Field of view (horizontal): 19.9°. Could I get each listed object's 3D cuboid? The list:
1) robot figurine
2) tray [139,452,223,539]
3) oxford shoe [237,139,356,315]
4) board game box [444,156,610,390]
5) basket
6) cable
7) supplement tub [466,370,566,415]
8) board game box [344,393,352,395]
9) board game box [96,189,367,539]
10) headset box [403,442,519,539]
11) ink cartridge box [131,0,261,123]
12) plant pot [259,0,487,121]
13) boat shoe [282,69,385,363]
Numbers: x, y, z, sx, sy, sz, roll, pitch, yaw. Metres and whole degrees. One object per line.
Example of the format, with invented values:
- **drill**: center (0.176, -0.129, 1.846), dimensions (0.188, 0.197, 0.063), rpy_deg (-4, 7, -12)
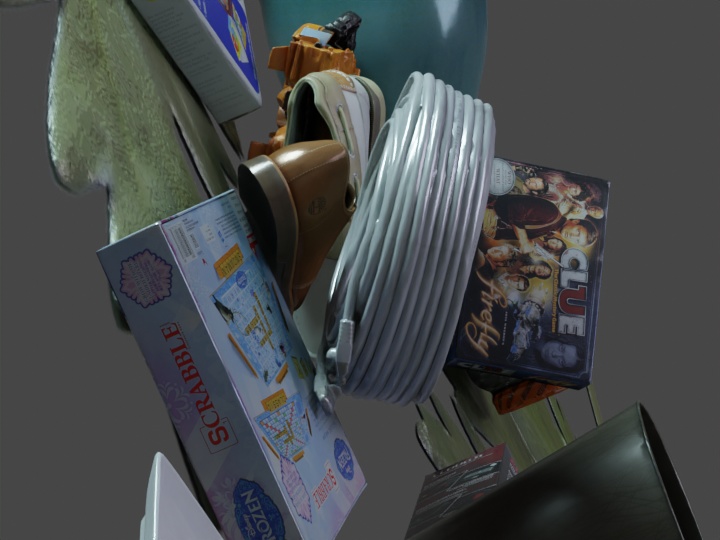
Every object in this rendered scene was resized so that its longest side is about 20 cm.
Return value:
- **robot figurine**: center (-0.038, -0.123, 1.518), dimensions (0.200, 0.058, 0.146), rpy_deg (-62, 166, -82)
- **tray**: center (-0.075, 0.181, 0.914), dimensions (0.200, 0.022, 0.108), rpy_deg (-96, 161, -57)
- **oxford shoe**: center (-0.035, -0.024, 1.277), dimensions (0.072, 0.071, 0.200), rpy_deg (60, -15, 13)
- **board game box**: center (0.157, 0.001, 1.915), dimensions (0.035, 0.135, 0.201), rpy_deg (137, -39, -70)
- **basket**: center (0.123, 0.202, 1.343), dimensions (0.136, 0.199, 0.181), rpy_deg (51, 20, -56)
- **cable**: center (0.030, -0.018, 1.246), dimensions (0.200, 0.069, 0.201), rpy_deg (-92, -161, -77)
- **supplement tub**: center (0.140, 0.030, 1.987), dimensions (0.201, 0.122, 0.123), rpy_deg (67, 11, 8)
- **board game box**: center (0.000, 0.000, 1.537), dimensions (0.200, 0.034, 0.127), rpy_deg (-73, 153, -73)
- **board game box**: center (-0.066, 0.060, 1.149), dimensions (0.200, 0.041, 0.200), rpy_deg (-39, 105, -79)
- **headset box**: center (0.102, 0.225, 1.523), dimensions (0.149, 0.075, 0.200), rpy_deg (65, 11, -6)
- **ink cartridge box**: center (-0.137, -0.233, 1.417), dimensions (0.200, 0.047, 0.198), rpy_deg (54, 18, -43)
- **plant pot**: center (0.016, -0.179, 1.688), dimensions (0.200, 0.199, 0.189), rpy_deg (17, 66, -76)
- **boat shoe**: center (-0.028, -0.034, 1.380), dimensions (0.068, 0.074, 0.201), rpy_deg (4, 85, -57)
